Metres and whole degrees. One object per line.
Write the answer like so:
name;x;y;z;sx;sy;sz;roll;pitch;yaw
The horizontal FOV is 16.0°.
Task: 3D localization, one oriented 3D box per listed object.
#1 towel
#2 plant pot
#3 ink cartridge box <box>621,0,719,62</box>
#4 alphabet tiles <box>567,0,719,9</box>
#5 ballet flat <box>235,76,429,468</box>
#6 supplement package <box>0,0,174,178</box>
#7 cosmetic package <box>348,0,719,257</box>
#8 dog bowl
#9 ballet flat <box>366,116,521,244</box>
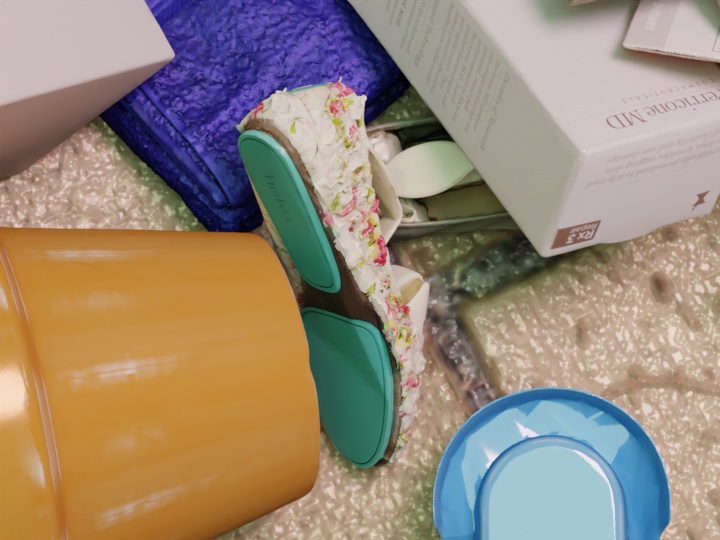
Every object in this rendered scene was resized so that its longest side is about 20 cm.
towel;-0.081;-0.130;1.255;0.148;0.050;0.200;-43;82;-4
plant pot;-0.123;0.061;1.166;0.182;0.200;0.201;-11;80;-17
ink cartridge box;0.225;-0.124;1.186;0.175;0.200;0.045;7;125;15
alphabet tiles;0.168;-0.180;1.150;0.199;0.008;0.168;-13;68;-16
ballet flat;0.000;0.000;1.189;0.075;0.201;0.064;19;45;43
supplement package;-0.204;-0.102;1.156;0.120;0.200;0.122;-33;84;34
cosmetic package;0.080;-0.106;1.184;0.101;0.074;0.200;-16;52;-30
dog bowl;0.090;0.158;1.203;0.111;0.050;0.201;-1;80;1
ballet flat;0.078;-0.051;1.231;0.199;0.064;0.068;-11;81;-1
